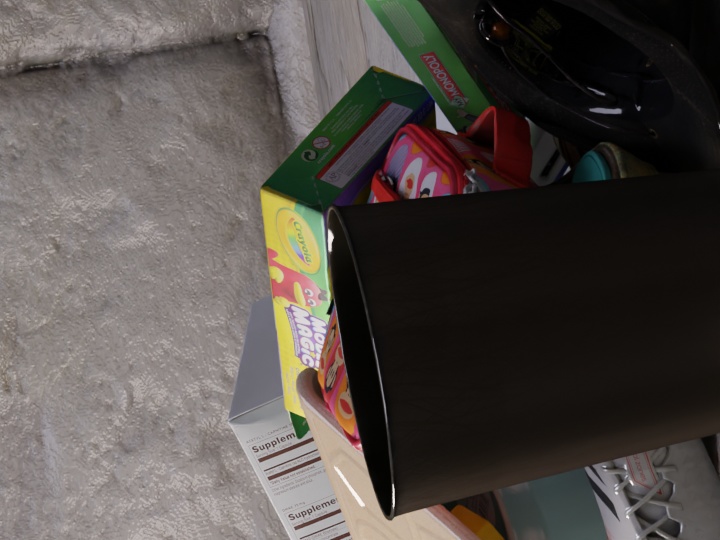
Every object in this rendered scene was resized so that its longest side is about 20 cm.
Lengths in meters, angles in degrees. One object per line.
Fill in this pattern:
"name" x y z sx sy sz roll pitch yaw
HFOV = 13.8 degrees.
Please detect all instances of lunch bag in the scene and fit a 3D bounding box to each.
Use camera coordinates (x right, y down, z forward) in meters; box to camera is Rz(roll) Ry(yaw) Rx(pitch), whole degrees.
"lunch bag" 0.044 0.003 1.504 0.200 0.081 0.177 -125 55 -76

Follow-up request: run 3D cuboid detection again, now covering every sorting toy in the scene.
"sorting toy" 0.046 0.156 1.613 0.200 0.036 0.186 45 165 32

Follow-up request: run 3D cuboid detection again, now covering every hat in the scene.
"hat" 0.119 -0.123 1.425 0.200 0.081 0.201 34 167 9

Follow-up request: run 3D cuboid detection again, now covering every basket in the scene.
"basket" 0.096 0.024 1.327 0.180 0.198 0.137 -113 15 -72

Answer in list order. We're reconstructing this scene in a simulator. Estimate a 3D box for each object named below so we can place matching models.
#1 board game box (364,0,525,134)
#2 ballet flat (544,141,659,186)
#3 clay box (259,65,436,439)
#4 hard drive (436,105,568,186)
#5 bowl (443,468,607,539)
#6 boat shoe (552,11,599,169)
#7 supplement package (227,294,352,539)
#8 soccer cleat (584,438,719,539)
"board game box" 0.040 -0.160 1.621 0.200 0.029 0.135 52 -151 -50
"ballet flat" 0.126 -0.023 1.488 0.200 0.070 0.071 153 109 -76
"clay box" 0.000 0.000 1.662 0.115 0.047 0.201 -49 -32 -35
"hard drive" 0.091 -0.103 1.754 0.132 0.025 0.200 -59 20 17
"bowl" 0.097 0.098 1.631 0.201 0.105 0.201 52 157 32
"boat shoe" 0.124 -0.130 1.528 0.068 0.071 0.201 -117 9 -60
"supplement package" 0.029 0.112 1.876 0.191 0.146 0.201 -82 -33 -69
"soccer cleat" 0.144 0.100 1.493 0.085 0.068 0.201 59 -172 -70
